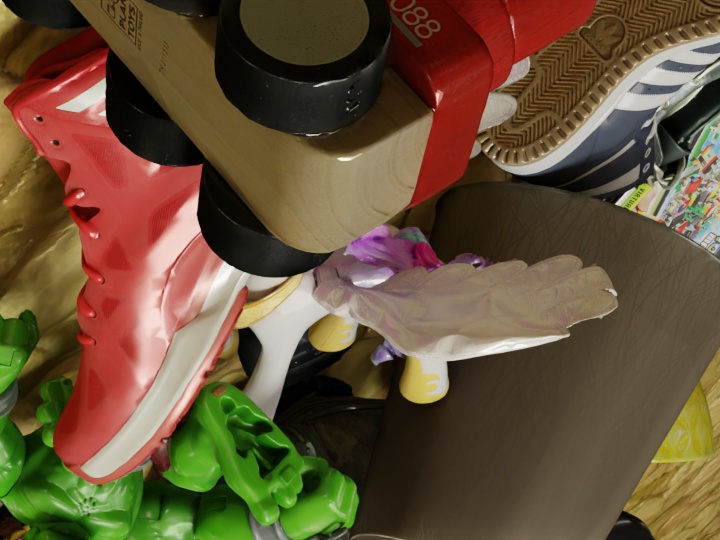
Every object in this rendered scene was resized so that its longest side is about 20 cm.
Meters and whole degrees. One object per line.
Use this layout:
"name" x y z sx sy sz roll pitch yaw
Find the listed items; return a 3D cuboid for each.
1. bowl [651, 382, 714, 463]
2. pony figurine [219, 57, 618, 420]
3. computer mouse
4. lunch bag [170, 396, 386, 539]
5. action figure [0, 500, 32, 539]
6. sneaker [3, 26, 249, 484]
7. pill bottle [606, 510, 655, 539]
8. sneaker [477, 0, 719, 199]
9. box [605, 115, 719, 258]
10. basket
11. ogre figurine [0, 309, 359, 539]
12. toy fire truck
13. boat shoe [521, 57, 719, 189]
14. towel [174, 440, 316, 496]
"bowl" 0.124 0.057 1.167 0.200 0.200 0.108 2 90 -60
"pony figurine" 0.000 0.000 0.839 0.193 0.167 0.200 -16 150 -9
"computer mouse" -0.034 0.049 1.032 0.059 0.034 0.200 -25 164 -3
"lunch bag" -0.033 0.167 1.077 0.168 0.139 0.200 -19 159 -39
"action figure" -0.183 0.146 0.881 0.200 0.118 0.055 -35 176 -41
"sneaker" -0.095 -0.019 0.703 0.200 0.115 0.078 -57 -164 17
"pill bottle" 0.080 0.173 1.168 0.112 0.200 0.112 -17 116 -39
"sneaker" 0.157 -0.111 0.977 0.200 0.070 0.108 -37 154 8
"box" 0.225 -0.078 1.150 0.110 0.035 0.200 24 115 -39
"basket" 0.085 0.076 0.967 0.200 0.180 0.136 -66 153 -21
"ogre figurine" -0.110 0.087 0.833 0.200 0.098 0.120 8 151 -37
"toy fire truck" 0.006 -0.125 0.563 0.200 0.176 0.129 -30 155 -26
"boat shoe" 0.164 -0.079 1.064 0.200 0.062 0.073 -49 157 19
"towel" -0.112 0.159 0.912 0.200 0.022 0.147 -23 -155 11
